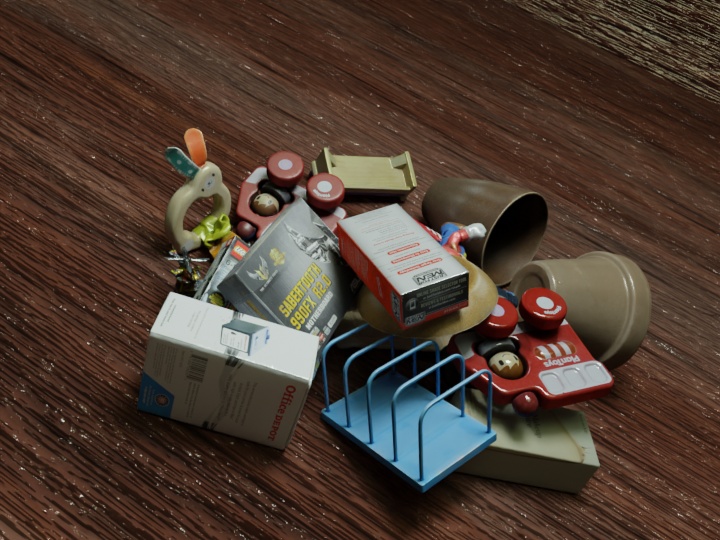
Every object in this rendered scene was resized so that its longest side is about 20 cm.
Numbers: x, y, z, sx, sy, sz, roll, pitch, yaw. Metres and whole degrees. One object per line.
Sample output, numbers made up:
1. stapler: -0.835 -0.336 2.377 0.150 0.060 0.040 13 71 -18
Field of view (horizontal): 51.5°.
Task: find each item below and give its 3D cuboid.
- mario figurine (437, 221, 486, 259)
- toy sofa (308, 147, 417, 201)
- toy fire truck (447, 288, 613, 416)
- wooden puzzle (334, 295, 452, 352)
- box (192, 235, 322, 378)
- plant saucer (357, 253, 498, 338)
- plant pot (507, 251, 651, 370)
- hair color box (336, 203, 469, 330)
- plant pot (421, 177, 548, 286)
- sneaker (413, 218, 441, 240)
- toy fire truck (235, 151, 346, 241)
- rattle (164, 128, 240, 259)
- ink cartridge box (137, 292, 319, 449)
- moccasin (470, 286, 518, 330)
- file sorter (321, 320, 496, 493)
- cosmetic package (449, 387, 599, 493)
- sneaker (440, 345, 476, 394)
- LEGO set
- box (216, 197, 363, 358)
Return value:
1. mario figurine: 0.156 -0.007 1.226 0.106 0.124 0.200 -3 21 10
2. toy sofa: 0.003 -0.181 1.482 0.200 0.098 0.083 -2 68 -28
3. toy fire truck: 0.235 0.125 1.056 0.200 0.112 0.168 -8 43 -20
4. wooden puzzle: 0.044 0.066 1.225 0.200 0.037 0.185 2 40 -16
5. box: -0.133 0.065 1.037 0.200 0.040 0.137 39 49 -23
6. plant saucer: 0.092 0.023 1.050 0.200 0.036 0.200 -6 30 4
7. plant pot: 0.340 0.057 1.223 0.174 0.200 0.200 11 38 -27
8. hair color box: 0.053 -0.011 1.010 0.101 0.061 0.200 -18 37 -17
9. plant pot: 0.216 -0.097 1.410 0.187 0.187 0.200 -17 38 -39
10. sneaker: 0.102 -0.044 1.337 0.115 0.078 0.200 22 29 0
11. toy fire truck: -0.128 -0.099 1.295 0.200 0.112 0.168 29 56 11
12. rattle: -0.226 -0.098 1.151 0.130 0.200 0.143 -12 44 -34
13. ink cartridge box: -0.168 0.131 0.948 0.200 0.147 0.086 17 38 -7
14. moccasin: 0.205 0.063 1.213 0.068 0.081 0.200 8 0 -2
15. file sorter: 0.059 0.161 0.978 0.139 0.123 0.200 -24 33 -34
16. cosmetic package: 0.225 0.242 1.065 0.200 0.073 0.104 12 38 -11
17. sneaker: 0.219 0.168 1.163 0.200 0.076 0.091 3 46 -8
18. LEGO set: -0.183 0.027 1.092 0.200 0.116 0.154 -1 43 -27
19. box: -0.086 0.013 1.040 0.158 0.048 0.200 49 40 -13
